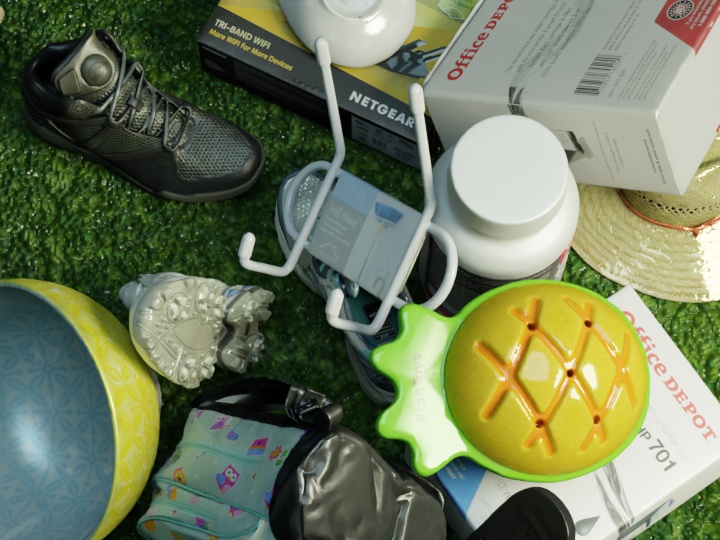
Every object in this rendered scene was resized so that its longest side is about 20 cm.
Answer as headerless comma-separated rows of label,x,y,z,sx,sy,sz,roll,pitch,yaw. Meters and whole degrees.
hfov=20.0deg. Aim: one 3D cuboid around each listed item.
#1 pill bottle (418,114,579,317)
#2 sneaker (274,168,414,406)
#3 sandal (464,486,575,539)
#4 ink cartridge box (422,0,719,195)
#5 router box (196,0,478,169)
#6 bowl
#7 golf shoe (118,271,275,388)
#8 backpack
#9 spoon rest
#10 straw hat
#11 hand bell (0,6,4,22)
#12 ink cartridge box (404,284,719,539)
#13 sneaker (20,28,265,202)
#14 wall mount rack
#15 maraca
pill bottle,0.099,-0.034,1.463,0.110,0.200,0.111,0,70,0
sneaker,0.000,0.000,1.511,0.077,0.086,0.201,-28,71,-10
sandal,0.068,0.220,1.387,0.045,0.200,0.075,-12,57,-52
ink cartridge box,0.169,-0.142,1.509,0.199,0.083,0.147,9,51,35
router box,-0.005,-0.192,1.603,0.199,0.052,0.158,25,71,9
bowl,-0.206,0.098,1.451,0.107,0.200,0.201,-14,62,-51
golf shoe,-0.138,0.035,1.450,0.097,0.200,0.079,15,90,16
backpack,-0.059,0.158,1.400,0.199,0.167,0.127,8,57,47
spoon rest,-0.041,-0.240,1.571,0.099,0.061,0.200,-44,88,-14
straw hat,0.246,-0.077,1.540,0.199,0.085,0.202,0,68,0
hand bell,-0.329,-0.104,1.565,0.103,0.104,0.202,0,80,0
ink cartridge box,0.152,0.129,1.463,0.199,0.086,0.147,-33,72,-10
sneaker,-0.169,-0.117,1.544,0.198,0.114,0.077,23,72,7
wall mount rack,-0.006,-0.057,1.424,0.200,0.074,0.175,32,101,47
maraca,0.103,0.076,1.372,0.199,0.107,0.138,-3,79,-17
